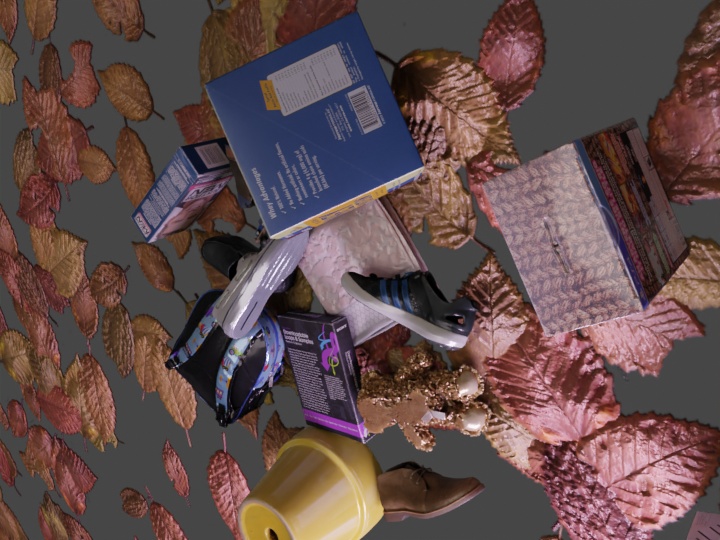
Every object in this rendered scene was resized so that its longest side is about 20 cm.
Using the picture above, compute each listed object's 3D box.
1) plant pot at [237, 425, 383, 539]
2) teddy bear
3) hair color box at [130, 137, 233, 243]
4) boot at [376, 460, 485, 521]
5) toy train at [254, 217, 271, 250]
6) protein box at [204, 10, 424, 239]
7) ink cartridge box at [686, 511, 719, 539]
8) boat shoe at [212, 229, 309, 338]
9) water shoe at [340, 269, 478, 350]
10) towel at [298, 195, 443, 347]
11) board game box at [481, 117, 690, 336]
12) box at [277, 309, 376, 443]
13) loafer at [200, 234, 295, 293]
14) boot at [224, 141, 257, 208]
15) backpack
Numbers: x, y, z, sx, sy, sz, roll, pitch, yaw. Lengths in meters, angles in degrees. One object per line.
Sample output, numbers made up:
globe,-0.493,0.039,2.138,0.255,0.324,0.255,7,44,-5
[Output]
plant pot,-0.087,0.376,1.084,0.200,0.188,0.202,14,115,33
teddy bear,0.092,0.185,0.967,0.199,0.067,0.146,-28,97,34
hair color box,-0.291,-0.131,1.118,0.200,0.100,0.061,-39,83,40
boot,0.096,0.323,1.005,0.199,0.073,0.076,-28,78,43
toy train,-0.117,-0.108,1.033,0.046,0.034,0.200,55,129,28
protein box,-0.051,-0.169,0.837,0.199,0.135,0.200,-24,91,4
ink cartridge box,0.380,0.326,0.694,0.094,0.200,0.045,-8,101,39
boat shoe,-0.158,0.003,1.005,0.067,0.074,0.201,36,92,25
water shoe,0.066,0.033,0.899,0.199,0.071,0.079,28,93,27
towel,0.000,0.000,0.985,0.200,0.032,0.192,-35,83,39
board game box,0.234,-0.050,0.674,0.096,0.199,0.160,-22,91,40
box,-0.054,0.163,1.061,0.142,0.036,0.202,4,114,47
loafer,-0.197,-0.011,1.107,0.200,0.070,0.069,20,117,31
boot,-0.138,-0.132,1.006,0.200,0.074,0.098,33,132,51
backpack,-0.207,0.124,1.121,0.182,0.134,0.201,40,118,19
